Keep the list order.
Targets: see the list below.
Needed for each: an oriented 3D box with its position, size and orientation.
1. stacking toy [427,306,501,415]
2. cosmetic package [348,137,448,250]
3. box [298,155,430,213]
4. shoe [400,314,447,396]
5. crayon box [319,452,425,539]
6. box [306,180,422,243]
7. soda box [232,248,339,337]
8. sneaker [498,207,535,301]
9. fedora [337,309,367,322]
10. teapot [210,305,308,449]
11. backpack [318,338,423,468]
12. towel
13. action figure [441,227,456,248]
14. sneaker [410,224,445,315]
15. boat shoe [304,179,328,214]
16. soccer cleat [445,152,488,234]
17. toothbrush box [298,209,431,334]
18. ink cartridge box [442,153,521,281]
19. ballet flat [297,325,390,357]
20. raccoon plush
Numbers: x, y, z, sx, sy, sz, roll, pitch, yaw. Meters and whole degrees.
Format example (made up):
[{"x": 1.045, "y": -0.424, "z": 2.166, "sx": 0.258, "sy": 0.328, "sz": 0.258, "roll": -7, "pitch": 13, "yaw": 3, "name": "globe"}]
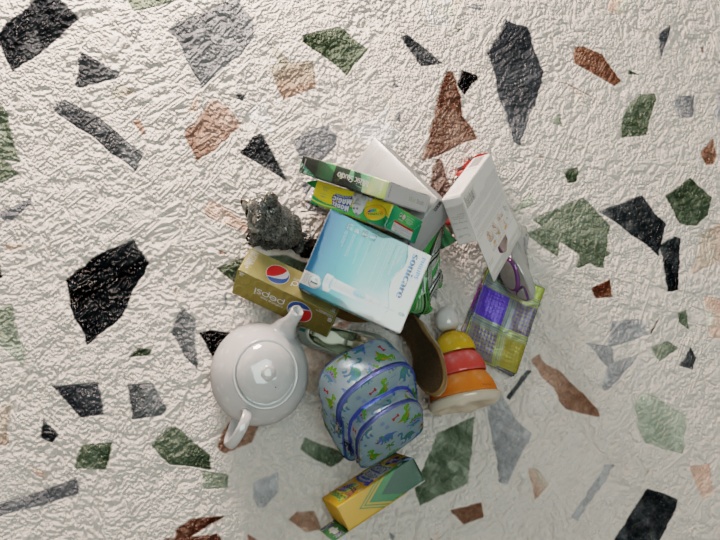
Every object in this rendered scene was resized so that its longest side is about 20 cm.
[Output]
[{"x": 0.185, "y": 0.169, "z": 1.655, "sx": 0.143, "sy": 0.146, "sz": 0.205, "roll": -4, "pitch": 72, "yaw": -16, "name": "stacking toy"}, {"x": 0.068, "y": -0.140, "z": 1.601, "sx": 0.113, "sy": 0.081, "sz": 0.201, "roll": -48, "pitch": 60, "yaw": 13, "name": "cosmetic package"}, {"x": 0.008, "y": -0.151, "z": 1.508, "sx": 0.143, "sy": 0.197, "sz": 0.037, "roll": 11, "pitch": 97, "yaw": -55, "name": "box"}, {"x": 0.128, "y": 0.161, "z": 1.612, "sx": 0.070, "sy": 0.202, "sz": 0.053, "roll": -42, "pitch": 128, "yaw": 18, "name": "shoe"}, {"x": 0.009, "y": 0.410, "z": 1.569, "sx": 0.198, "sy": 0.126, "sz": 0.052, "roll": -30, "pitch": 92, "yaw": -17, "name": "crayon box"}, {"x": 0.000, "y": -0.108, "z": 1.521, "sx": 0.117, "sy": 0.197, "sz": 0.049, "roll": 23, "pitch": 90, "yaw": -55, "name": "box"}, {"x": -0.132, "y": 0.041, "z": 1.570, "sx": 0.197, "sy": 0.068, "sz": 0.065, "roll": 25, "pitch": 45, "yaw": 1, "name": "soda box"}, {"x": 0.314, "y": -0.039, "z": 1.720, "sx": 0.098, "sy": 0.075, "sz": 0.204, "roll": -17, "pitch": 77, "yaw": -26, "name": "sneaker"}, {"x": 0.000, "y": 0.000, "z": 1.618, "sx": 0.195, "sy": 0.082, "sz": 0.205, "roll": 3, "pitch": 111, "yaw": 6, "name": "fedora"}, {"x": -0.177, "y": 0.189, "z": 1.531, "sx": 0.193, "sy": 0.146, "sz": 0.205, "roll": -17, "pitch": 89, "yaw": -16, "name": "teapot"}, {"x": 0.025, "y": 0.236, "z": 1.536, "sx": 0.180, "sy": 0.147, "sz": 0.203, "roll": -27, "pitch": 135, "yaw": -16, "name": "backpack"}, {"x": 0.286, "y": 0.100, "z": 1.735, "sx": 0.141, "sy": 0.023, "sz": 0.204, "roll": 25, "pitch": 78, "yaw": -11, "name": "towel"}, {"x": 0.099, "y": -0.126, "z": 1.690, "sx": 0.116, "sy": 0.055, "sz": 0.204, "roll": -24, "pitch": 95, "yaw": -15, "name": "action figure"}, {"x": 0.123, "y": -0.013, "z": 1.648, "sx": 0.084, "sy": 0.078, "sz": 0.204, "roll": 16, "pitch": 92, "yaw": -32, "name": "sneaker"}, {"x": -0.019, "y": -0.096, "z": 1.652, "sx": 0.198, "sy": 0.074, "sz": 0.066, "roll": 37, "pitch": 81, "yaw": 1, "name": "boat shoe"}, {"x": 0.221, "y": -0.150, "z": 1.719, "sx": 0.086, "sy": 0.067, "sz": 0.202, "roll": 54, "pitch": 49, "yaw": -36, "name": "soccer cleat"}, {"x": 0.007, "y": 0.005, "z": 1.503, "sx": 0.196, "sy": 0.085, "sz": 0.149, "roll": 23, "pitch": 85, "yaw": 0, "name": "toothbrush box"}, {"x": 0.231, "y": -0.099, "z": 1.615, "sx": 0.200, "sy": 0.044, "sz": 0.179, "roll": -49, "pitch": 121, "yaw": -52, "name": "ink cartridge box"}, {"x": -0.024, "y": 0.140, "z": 1.621, "sx": 0.196, "sy": 0.069, "sz": 0.071, "roll": 17, "pitch": 80, "yaw": -14, "name": "ballet flat"}, {"x": -0.129, "y": -0.088, "z": 1.579, "sx": 0.195, "sy": 0.134, "sz": 0.099, "roll": 10, "pitch": 80, "yaw": -14, "name": "raccoon plush"}]
